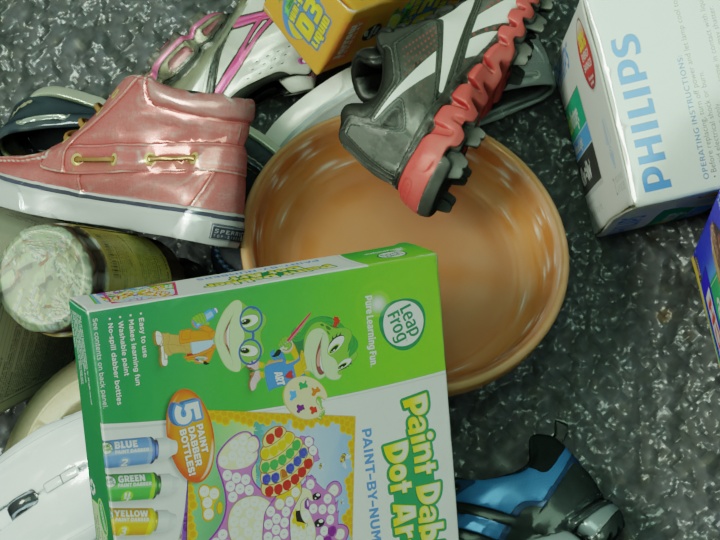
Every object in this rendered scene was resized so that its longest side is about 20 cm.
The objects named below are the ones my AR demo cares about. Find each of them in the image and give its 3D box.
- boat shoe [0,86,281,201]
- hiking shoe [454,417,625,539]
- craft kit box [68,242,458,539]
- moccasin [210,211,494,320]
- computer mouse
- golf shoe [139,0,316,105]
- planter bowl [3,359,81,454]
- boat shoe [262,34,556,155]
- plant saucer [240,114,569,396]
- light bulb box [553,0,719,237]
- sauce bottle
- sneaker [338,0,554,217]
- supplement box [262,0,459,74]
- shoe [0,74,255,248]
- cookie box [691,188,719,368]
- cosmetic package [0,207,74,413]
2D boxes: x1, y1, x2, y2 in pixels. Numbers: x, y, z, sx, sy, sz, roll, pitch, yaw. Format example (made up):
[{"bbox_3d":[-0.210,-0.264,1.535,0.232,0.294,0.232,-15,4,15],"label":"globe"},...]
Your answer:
[{"bbox_3d":[-0.141,-0.071,1.096,0.198,0.075,0.062,18,34,11],"label":"boat shoe"},{"bbox_3d":[0.058,0.173,1.022,0.199,0.075,0.087,-26,67,-14],"label":"hiking shoe"},{"bbox_3d":[-0.046,0.099,0.907,0.196,0.048,0.202,-11,102,-24],"label":"craft kit box"},{"bbox_3d":[0.000,0.000,1.075,0.198,0.068,0.081,13,74,8],"label":"moccasin"},{"bbox_3d":[-0.171,0.120,0.921,0.199,0.044,0.110,-28,73,-3],"label":"computer mouse"},{"bbox_3d":[-0.049,-0.162,1.131,0.200,0.073,0.092,-45,81,1],"label":"golf shoe"},{"bbox_3d":[-0.129,0.128,1.009,0.198,0.135,0.202,-1,74,4],"label":"planter bowl"},{"bbox_3d":[0.034,-0.101,1.108,0.199,0.072,0.069,-23,70,-13],"label":"boat shoe"},{"bbox_3d":[0.025,-0.008,1.024,0.198,0.038,0.202,4,58,-6],"label":"plant saucer"},{"bbox_3d":[0.231,-0.107,1.013,0.198,0.198,0.126,-13,86,1],"label":"light bulb box"},{"bbox_3d":[-0.143,0.009,1.014,0.064,0.200,0.065,-1,87,19],"label":"sauce bottle"},{"bbox_3d":[0.051,-0.129,1.038,0.097,0.071,0.201,27,60,7],"label":"sneaker"},{"bbox_3d":[0.037,-0.193,1.087,0.199,0.067,0.069,-24,69,-34],"label":"supplement box"},{"bbox_3d":[-0.149,-0.072,1.027,0.199,0.071,0.092,10,90,32],"label":"shoe"},{"bbox_3d":[0.250,0.044,0.964,0.075,0.200,0.173,-14,78,4],"label":"cookie box"},{"bbox_3d":[-0.232,0.029,1.005,0.071,0.200,0.106,20,101,11],"label":"cosmetic package"}]
